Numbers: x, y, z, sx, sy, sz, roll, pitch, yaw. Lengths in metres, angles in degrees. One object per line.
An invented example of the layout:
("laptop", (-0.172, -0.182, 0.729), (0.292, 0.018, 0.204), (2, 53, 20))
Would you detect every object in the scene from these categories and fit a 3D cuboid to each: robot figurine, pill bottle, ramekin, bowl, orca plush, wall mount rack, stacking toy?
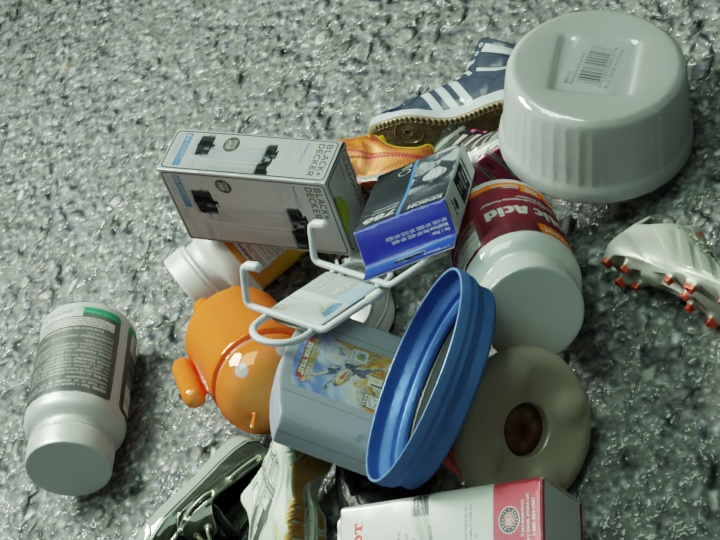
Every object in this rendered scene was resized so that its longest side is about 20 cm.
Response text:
("robot figurine", (-0.111, 0.092, 1.745), (0.117, 0.143, 0.200), (-63, 34, 17))
("pill bottle", (0.147, -0.001, 1.588), (0.114, 0.114, 0.200), (-32, 23, 9))
("ramekin", (0.236, -0.171, 1.679), (0.199, 0.098, 0.201), (-4, 48, 4))
("bowl", (0.062, 0.097, 1.465), (0.201, 0.039, 0.202), (-157, 90, -80))
("orca plush", (0.009, 0.186, 1.589), (0.105, 0.071, 0.201), (-20, 42, 23))
("wall mount rack", (-0.015, 0.011, 1.640), (0.173, 0.075, 0.200), (15, 32, 32))
("stacking toy", (0.101, 0.137, 1.538), (0.146, 0.146, 0.200), (-54, 25, -18))
("pill bottle", (-0.120, -0.043, 1.889), (0.200, 0.111, 0.111), (-40, 38, -1))
("pill bottle", (-0.313, 0.142, 1.863), (0.113, 0.113, 0.201), (-22, 41, 21))

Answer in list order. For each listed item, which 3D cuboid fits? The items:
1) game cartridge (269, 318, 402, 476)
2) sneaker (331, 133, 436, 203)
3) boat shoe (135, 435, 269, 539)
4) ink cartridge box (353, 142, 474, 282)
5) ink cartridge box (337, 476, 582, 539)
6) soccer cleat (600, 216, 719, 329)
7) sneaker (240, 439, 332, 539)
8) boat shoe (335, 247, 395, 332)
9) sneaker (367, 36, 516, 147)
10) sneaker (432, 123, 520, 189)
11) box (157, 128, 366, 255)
("game cartridge", (-0.016, 0.111, 1.612), (0.200, 0.132, 0.042), (-71, 6, -57))
("sneaker", (-0.009, -0.110, 1.795), (0.199, 0.073, 0.077), (9, 55, 21))
("boat shoe", (-0.154, 0.249, 1.661), (0.063, 0.071, 0.200), (17, 63, 48))
("ink cartridge box", (0.052, -0.059, 1.618), (0.099, 0.039, 0.200), (-21, 20, 17))
("ink cartridge box", (0.083, 0.267, 1.411), (0.199, 0.084, 0.146), (-14, 61, 29))
("soccer cleat", (0.305, -0.004, 1.541), (0.078, 0.069, 0.200), (-46, 35, -13))
("sneaker", (-0.079, 0.200, 1.623), (0.087, 0.076, 0.201), (-14, 57, 38))
("boat shoe", (0.000, 0.000, 1.782), (0.072, 0.069, 0.201), (-12, 46, 31))
("sneaker", (0.107, -0.196, 1.887), (0.199, 0.070, 0.109), (-9, 51, 24))
("sneaker", (0.129, -0.127, 1.797), (0.199, 0.074, 0.088), (-27, 45, 23))
("box", (-0.101, -0.083, 1.762), (0.199, 0.117, 0.060), (7, 52, 22))
